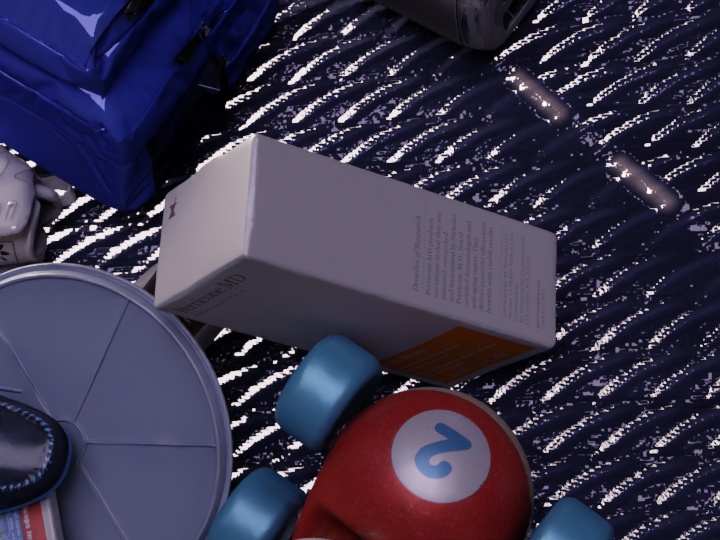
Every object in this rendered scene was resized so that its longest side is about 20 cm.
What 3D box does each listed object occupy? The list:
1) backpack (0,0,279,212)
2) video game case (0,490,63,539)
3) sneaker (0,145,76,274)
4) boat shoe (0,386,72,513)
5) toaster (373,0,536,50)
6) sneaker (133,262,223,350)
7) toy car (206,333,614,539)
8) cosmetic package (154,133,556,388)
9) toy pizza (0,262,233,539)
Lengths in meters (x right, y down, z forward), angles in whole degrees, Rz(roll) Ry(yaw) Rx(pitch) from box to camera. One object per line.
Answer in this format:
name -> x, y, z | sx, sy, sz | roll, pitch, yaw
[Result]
backpack -> -0.137, -0.166, 1.061 | 0.162, 0.168, 0.200 | 33, 65, 8
video game case -> -0.254, 0.198, 0.962 | 0.199, 0.017, 0.144 | -17, 67, 5
sneaker -> -0.262, -0.013, 1.049 | 0.114, 0.075, 0.200 | 23, 51, 17
boat shoe -> -0.260, 0.093, 0.955 | 0.198, 0.069, 0.085 | 2, 67, 9
toaster -> 0.061, -0.227, 1.082 | 0.129, 0.114, 0.200 | 32, 75, 18
sneaker -> -0.122, 0.042, 1.039 | 0.200, 0.085, 0.073 | -41, 87, 14
toy car -> -0.005, 0.158, 0.866 | 0.184, 0.200, 0.178 | 34, 113, 14
cosmetic package -> 0.000, 0.000, 0.949 | 0.199, 0.101, 0.072 | 17, 65, -30
toy pizza -> -0.162, 0.094, 0.998 | 0.199, 0.032, 0.202 | 3, 101, 18
